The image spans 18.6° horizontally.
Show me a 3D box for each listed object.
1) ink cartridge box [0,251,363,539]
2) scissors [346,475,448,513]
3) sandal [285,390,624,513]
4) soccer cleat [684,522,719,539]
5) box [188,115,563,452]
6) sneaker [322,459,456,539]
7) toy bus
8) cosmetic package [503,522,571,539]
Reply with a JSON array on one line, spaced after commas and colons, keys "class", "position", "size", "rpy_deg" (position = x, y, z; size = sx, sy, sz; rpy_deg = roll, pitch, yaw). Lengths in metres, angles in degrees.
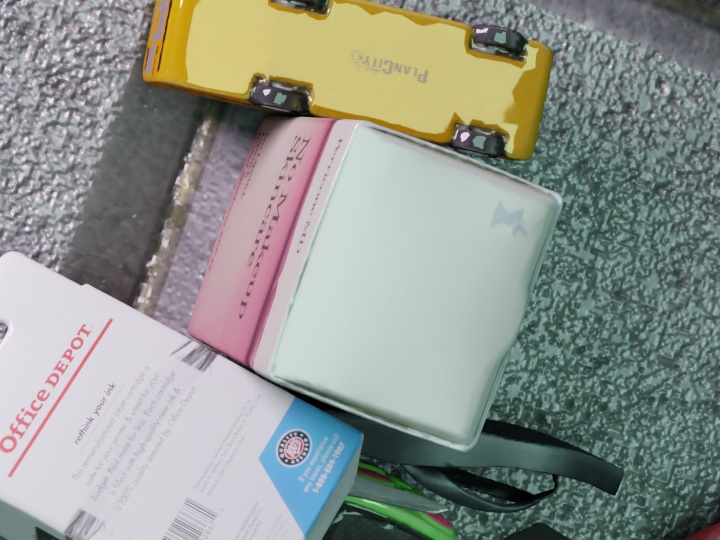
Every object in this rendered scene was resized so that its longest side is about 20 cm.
[{"class": "ink cartridge box", "position": [-0.112, 0.090, 1.061], "size": [0.199, 0.067, 0.116], "rpy_deg": [28, 66, 9]}, {"class": "scissors", "position": [-0.054, 0.092, 1.122], "size": [0.199, 0.073, 0.014], "rpy_deg": [4, 124, 0]}, {"class": "sandal", "position": [0.041, 0.100, 1.164], "size": [0.199, 0.076, 0.043], "rpy_deg": [10, 93, -14]}, {"class": "soccer cleat", "position": [0.197, 0.220, 1.142], "size": [0.067, 0.076, 0.201], "rpy_deg": [31, 47, -30]}, {"class": "box", "position": [0.000, 0.000, 1.080], "size": [0.108, 0.200, 0.129], "rpy_deg": [20, 88, -15]}, {"class": "sneaker", "position": [-0.049, 0.140, 1.153], "size": [0.199, 0.077, 0.084], "rpy_deg": [3, 101, -4]}, {"class": "toy bus", "position": [-0.006, -0.106, 1.131], "size": [0.199, 0.078, 0.066], "rpy_deg": [11, 90, -14]}, {"class": "cosmetic package", "position": [0.043, 0.226, 1.173], "size": [0.199, 0.090, 0.107], "rpy_deg": [-23, 100, -13]}]
